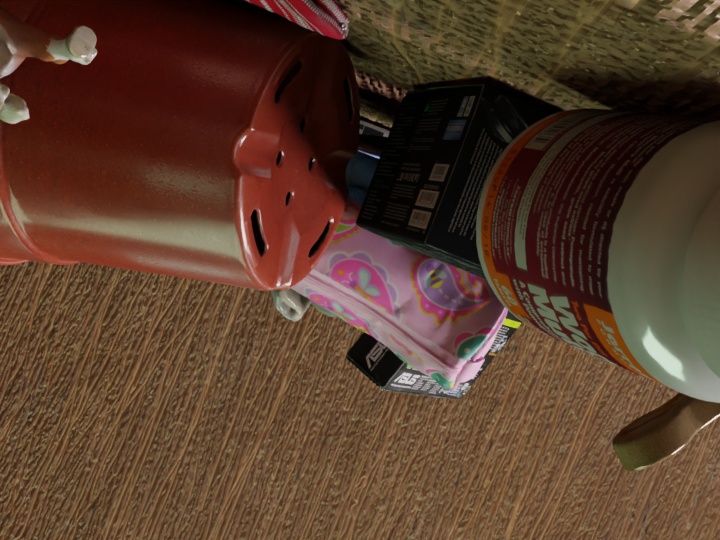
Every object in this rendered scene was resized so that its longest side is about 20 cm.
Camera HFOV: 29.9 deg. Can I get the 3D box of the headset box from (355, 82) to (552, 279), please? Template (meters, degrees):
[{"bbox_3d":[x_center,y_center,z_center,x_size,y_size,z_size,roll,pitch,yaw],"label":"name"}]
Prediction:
[{"bbox_3d":[0.119,-0.028,0.793,0.199,0.093,0.174,22,-179,-13],"label":"headset box"}]

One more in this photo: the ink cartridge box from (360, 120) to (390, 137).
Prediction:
[{"bbox_3d":[-0.025,-0.126,1.240,0.199,0.039,0.099,21,-179,6],"label":"ink cartridge box"}]

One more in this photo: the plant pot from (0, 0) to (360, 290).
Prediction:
[{"bbox_3d":[-0.116,-0.081,0.787,0.194,0.202,0.201,13,178,22],"label":"plant pot"}]

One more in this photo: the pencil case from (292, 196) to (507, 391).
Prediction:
[{"bbox_3d":[0.000,0.000,0.895,0.199,0.088,0.087,31,-179,-2],"label":"pencil case"}]

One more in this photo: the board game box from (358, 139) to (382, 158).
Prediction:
[{"bbox_3d":[-0.045,-0.131,0.976,0.199,0.039,0.158,30,-170,37],"label":"board game box"}]

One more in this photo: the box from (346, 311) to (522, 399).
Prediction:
[{"bbox_3d":[0.094,0.011,1.031,0.047,0.194,0.200,39,-172,20],"label":"box"}]

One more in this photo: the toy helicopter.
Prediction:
[{"bbox_3d":[0.232,0.057,0.782,0.079,0.199,0.132,59,163,-3],"label":"toy helicopter"}]

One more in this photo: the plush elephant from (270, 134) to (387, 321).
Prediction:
[{"bbox_3d":[0.008,-0.021,1.070,0.199,0.156,0.164,20,-161,22],"label":"plush elephant"}]

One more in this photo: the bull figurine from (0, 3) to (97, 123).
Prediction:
[{"bbox_3d":[-0.202,-0.120,0.534,0.121,0.065,0.200,18,171,43],"label":"bull figurine"}]

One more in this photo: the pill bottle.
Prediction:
[{"bbox_3d":[0.133,-0.008,0.551,0.109,0.110,0.200,21,-179,-20],"label":"pill bottle"}]

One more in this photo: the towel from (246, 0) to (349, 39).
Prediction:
[{"bbox_3d":[-0.110,-0.157,0.624,0.199,0.023,0.145,22,-178,13],"label":"towel"}]
